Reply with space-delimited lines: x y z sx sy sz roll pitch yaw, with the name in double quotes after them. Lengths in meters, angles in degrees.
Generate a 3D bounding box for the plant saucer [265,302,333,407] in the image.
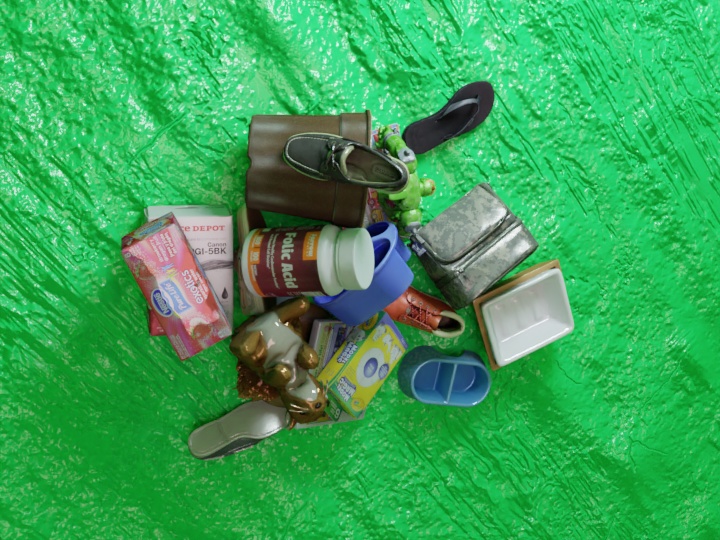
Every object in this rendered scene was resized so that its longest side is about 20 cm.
-0.114 0.160 1.411 0.196 0.035 0.205 -8 106 -27 "plant saucer"

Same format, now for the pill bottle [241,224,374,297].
-0.084 -0.015 1.257 0.196 0.114 0.117 -2 108 21 "pill bottle"

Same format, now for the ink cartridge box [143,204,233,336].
-0.289 -0.002 1.302 0.144 0.083 0.205 -3 105 -17 "ink cartridge box"

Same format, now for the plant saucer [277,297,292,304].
-0.148 0.082 1.407 0.068 0.019 0.205 -6 106 -17 "plant saucer"

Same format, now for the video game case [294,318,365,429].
-0.038 0.187 1.430 0.180 0.022 0.204 3 105 -47 "video game case"

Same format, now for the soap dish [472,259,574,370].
0.319 0.084 1.534 0.197 0.081 0.160 -24 110 -12 "soap dish"

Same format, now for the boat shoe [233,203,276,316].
-0.194 -0.016 1.336 0.064 0.072 0.204 -2 107 21 "boat shoe"

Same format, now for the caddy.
0.000 0.000 1.357 0.199 0.143 0.105 -35 121 22 "caddy"

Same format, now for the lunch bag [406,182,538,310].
0.204 -0.046 1.435 0.199 0.139 0.169 -37 84 -8 "lunch bag"

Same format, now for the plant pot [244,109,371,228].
-0.088 -0.170 1.272 0.193 0.201 0.205 4 103 -5 "plant pot"

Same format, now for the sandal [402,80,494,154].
0.169 -0.274 1.411 0.199 0.043 0.077 -36 112 -7 "sandal"

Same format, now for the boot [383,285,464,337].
0.103 0.073 1.445 0.196 0.107 0.076 16 100 -20 "boot"

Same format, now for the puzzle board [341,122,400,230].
0.023 -0.148 1.408 0.148 0.017 0.204 -19 109 -14 "puzzle board"

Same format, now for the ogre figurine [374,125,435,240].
0.070 -0.142 1.352 0.096 0.120 0.204 7 102 -19 "ogre figurine"

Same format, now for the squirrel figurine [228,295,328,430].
-0.132 0.165 1.290 0.141 0.199 0.189 -40 106 -31 "squirrel figurine"

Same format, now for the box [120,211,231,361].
-0.288 0.024 1.210 0.094 0.100 0.203 -27 111 -8 "box"

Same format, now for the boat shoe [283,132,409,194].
-0.021 -0.165 1.148 0.197 0.066 0.073 17 88 3 "boat shoe"

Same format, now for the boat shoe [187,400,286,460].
-0.222 0.297 1.425 0.196 0.074 0.062 -18 152 -21 "boat shoe"

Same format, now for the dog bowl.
0.173 0.216 1.535 0.196 0.050 0.114 8 101 -21 "dog bowl"

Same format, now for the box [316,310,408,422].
-0.002 0.178 1.414 0.201 0.048 0.118 -51 136 -15 "box"
